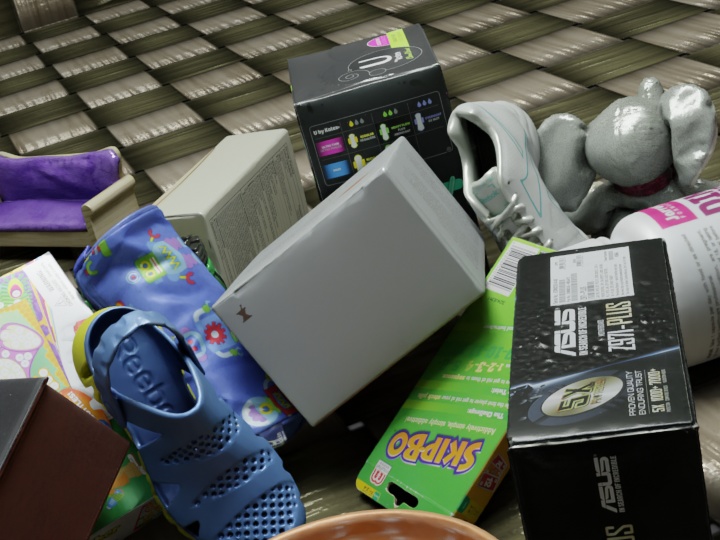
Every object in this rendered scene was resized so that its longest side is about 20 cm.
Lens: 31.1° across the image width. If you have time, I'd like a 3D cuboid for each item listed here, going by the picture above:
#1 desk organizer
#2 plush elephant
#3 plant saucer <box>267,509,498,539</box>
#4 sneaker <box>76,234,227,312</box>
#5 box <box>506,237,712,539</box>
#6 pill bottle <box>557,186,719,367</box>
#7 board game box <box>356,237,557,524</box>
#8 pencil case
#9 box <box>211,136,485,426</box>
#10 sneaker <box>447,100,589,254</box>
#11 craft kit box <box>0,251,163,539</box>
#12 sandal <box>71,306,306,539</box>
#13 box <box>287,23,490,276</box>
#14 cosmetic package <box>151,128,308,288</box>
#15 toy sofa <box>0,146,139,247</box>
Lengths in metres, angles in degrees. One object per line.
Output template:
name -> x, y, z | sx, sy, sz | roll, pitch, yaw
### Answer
desk organizer -> -0.215, 0.167, 0.741 | 0.072, 0.077, 0.200 | -7, 52, 41
plush elephant -> 0.228, -0.081, 1.035 | 0.164, 0.155, 0.200 | -1, 26, 26
plant saucer -> -0.005, 0.201, 0.690 | 0.200, 0.038, 0.200 | -11, 24, 5
sneaker -> -0.193, 0.038, 1.113 | 0.200, 0.085, 0.078 | -14, 26, 40
box -> 0.134, 0.100, 0.681 | 0.086, 0.164, 0.200 | -8, 25, 13
pill bottle -> 0.242, 0.003, 0.896 | 0.200, 0.114, 0.113 | -17, 24, -7
board game box -> 0.080, 0.075, 0.832 | 0.200, 0.030, 0.095 | -54, 35, -9
pencil case -> -0.120, 0.051, 0.899 | 0.087, 0.200, 0.078 | -28, -14, -43
box -> 0.000, 0.000, 0.926 | 0.152, 0.106, 0.200 | -38, 6, 12
sneaker -> 0.118, -0.040, 0.985 | 0.070, 0.201, 0.080 | -33, -17, 29
craft kit box -> -0.238, 0.111, 0.852 | 0.197, 0.049, 0.200 | -32, 68, -22
sandal -> -0.109, 0.098, 0.801 | 0.079, 0.200, 0.087 | -41, -6, -21
box -> 0.023, -0.085, 1.096 | 0.124, 0.200, 0.149 | -16, 23, 1
cosmetic package -> -0.124, -0.048, 1.222 | 0.073, 0.104, 0.200 | -4, 25, 22
toy sofa -> -0.341, -0.071, 1.397 | 0.200, 0.098, 0.083 | 1, 27, 28
